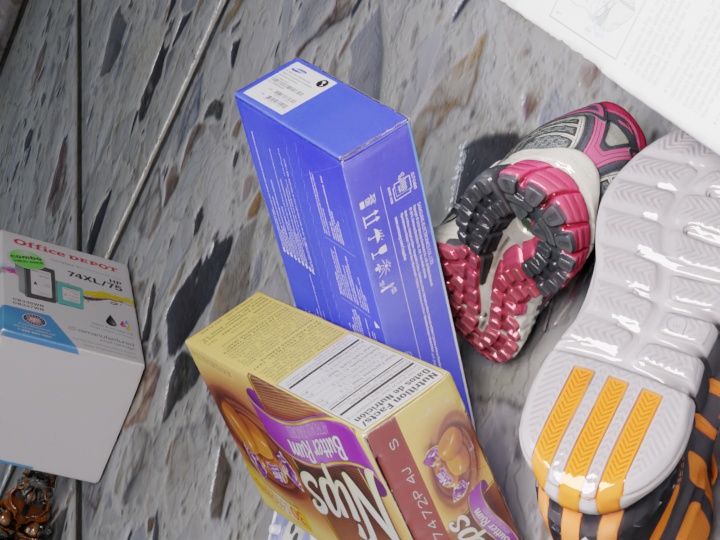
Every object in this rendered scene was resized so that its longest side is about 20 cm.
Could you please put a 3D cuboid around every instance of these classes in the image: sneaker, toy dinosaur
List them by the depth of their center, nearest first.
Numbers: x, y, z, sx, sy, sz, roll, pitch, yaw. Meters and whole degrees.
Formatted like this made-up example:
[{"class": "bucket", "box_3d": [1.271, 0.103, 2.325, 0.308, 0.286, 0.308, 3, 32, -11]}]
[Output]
[{"class": "sneaker", "box_3d": [0.120, 0.034, 0.585, 0.201, 0.077, 0.113, -53, -31, -27]}, {"class": "sneaker", "box_3d": [0.081, -0.014, 0.736, 0.075, 0.081, 0.200, -42, -1, -23]}, {"class": "toy dinosaur", "box_3d": [-0.375, 0.303, 1.607, 0.136, 0.101, 0.203, -85, 2, -64]}]

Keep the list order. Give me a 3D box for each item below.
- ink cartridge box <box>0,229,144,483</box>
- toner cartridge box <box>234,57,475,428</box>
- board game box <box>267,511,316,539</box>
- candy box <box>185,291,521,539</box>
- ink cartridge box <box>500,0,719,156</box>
[{"class": "ink cartridge box", "box_3d": [-0.315, 0.083, 1.502, 0.147, 0.145, 0.201, -65, 24, 22]}, {"class": "toner cartridge box", "box_3d": [0.000, 0.000, 0.759, 0.095, 0.043, 0.202, 36, 149, 45]}, {"class": "board game box", "box_3d": [-0.022, 0.143, 0.920, 0.199, 0.026, 0.203, -14, 62, 64]}, {"class": "candy box", "box_3d": [-0.006, 0.090, 0.759, 0.056, 0.118, 0.199, -32, 25, -20]}, {"class": "ink cartridge box", "box_3d": [0.156, -0.124, 0.542, 0.200, 0.050, 0.164, 43, 117, 36]}]
